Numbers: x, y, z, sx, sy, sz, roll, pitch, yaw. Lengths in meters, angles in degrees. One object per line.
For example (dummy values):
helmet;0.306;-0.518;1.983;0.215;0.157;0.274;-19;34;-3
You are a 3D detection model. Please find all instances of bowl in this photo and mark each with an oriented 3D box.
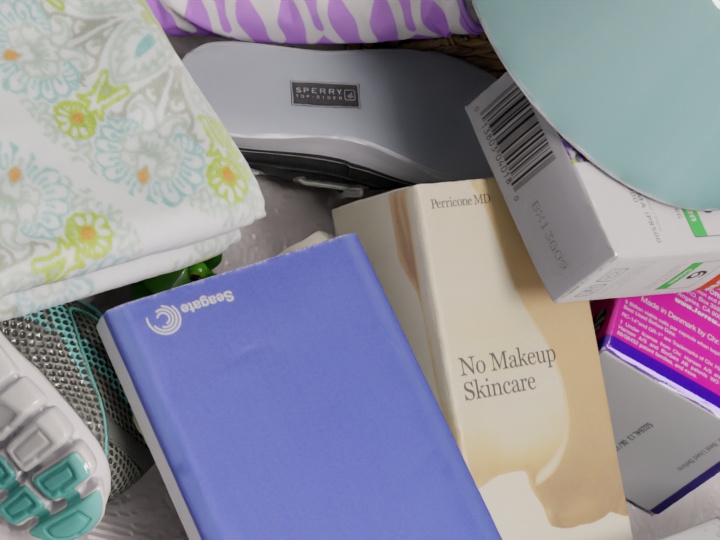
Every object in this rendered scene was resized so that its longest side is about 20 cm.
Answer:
bowl;0.156;-0.140;1.050;0.200;0.105;0.201;24;45;-27

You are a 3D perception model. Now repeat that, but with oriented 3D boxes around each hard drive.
hard drive;-0.019;0.091;0.991;0.132;0.025;0.200;-18;73;-27

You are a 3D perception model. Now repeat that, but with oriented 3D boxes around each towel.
towel;-0.158;-0.065;0.995;0.200;0.048;0.171;-18;67;-38

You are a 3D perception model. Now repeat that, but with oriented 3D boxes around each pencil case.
pencil case;-0.023;-0.158;1.130;0.085;0.199;0.084;13;78;-69

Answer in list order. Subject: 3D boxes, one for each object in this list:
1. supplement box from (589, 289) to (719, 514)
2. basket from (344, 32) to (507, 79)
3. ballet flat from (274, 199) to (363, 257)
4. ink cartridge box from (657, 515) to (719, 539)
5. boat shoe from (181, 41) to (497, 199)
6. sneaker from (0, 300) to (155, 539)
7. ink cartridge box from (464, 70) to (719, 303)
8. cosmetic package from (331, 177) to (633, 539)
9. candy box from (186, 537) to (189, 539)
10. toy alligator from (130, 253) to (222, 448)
supplement box;0.165;0.009;1.188;0.103;0.101;0.200;30;51;-11
basket;0.055;-0.167;1.256;0.142;0.149;0.201;-4;59;6
ballet flat;0.000;0.000;1.115;0.067;0.063;0.200;20;41;34
ink cartridge box;0.185;0.198;1.063;0.200;0.083;0.147;-12;57;-47
boat shoe;-0.008;-0.071;1.156;0.199;0.068;0.074;1;71;-18
sneaker;-0.164;0.029;1.024;0.200;0.078;0.091;56;36;6
ink cartridge box;0.152;-0.047;1.093;0.200;0.050;0.109;-4;64;-44
cosmetic package;0.060;0.057;1.077;0.105;0.071;0.201;-9;87;-38
candy box;-0.045;0.203;0.977;0.136;0.061;0.200;34;54;-5
toy alligator;-0.087;-0.003;1.055;0.059;0.054;0.200;40;27;-41
